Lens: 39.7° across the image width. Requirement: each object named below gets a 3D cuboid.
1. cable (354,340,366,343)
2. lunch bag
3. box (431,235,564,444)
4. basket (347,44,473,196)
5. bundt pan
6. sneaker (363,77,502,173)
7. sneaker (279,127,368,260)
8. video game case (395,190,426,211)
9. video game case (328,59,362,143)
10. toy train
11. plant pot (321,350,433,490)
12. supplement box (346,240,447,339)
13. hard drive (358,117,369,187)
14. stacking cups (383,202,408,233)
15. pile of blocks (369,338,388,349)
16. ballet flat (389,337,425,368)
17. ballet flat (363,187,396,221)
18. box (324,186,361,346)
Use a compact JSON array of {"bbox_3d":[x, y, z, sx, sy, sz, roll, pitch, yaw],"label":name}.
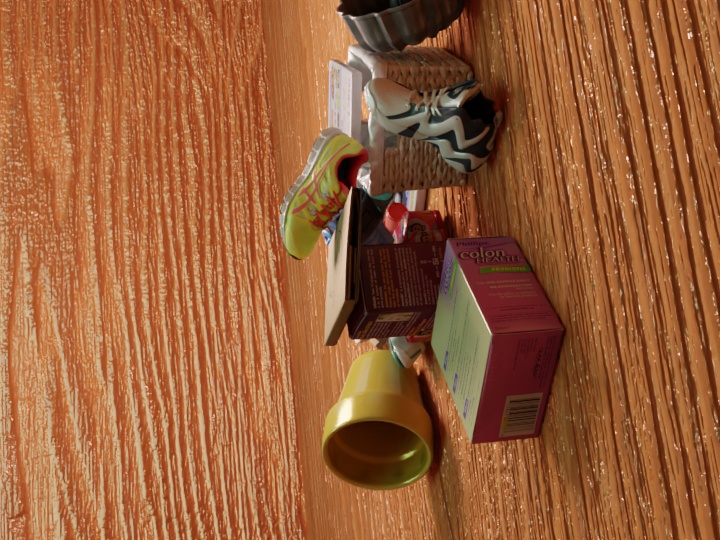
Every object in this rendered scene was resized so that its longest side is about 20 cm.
[{"bbox_3d":[0.010,0.049,2.112,0.200,0.068,0.204,-121,30,-65],"label":"cable"},{"bbox_3d":[0.098,0.016,1.650,0.176,0.080,0.204,119,146,-69],"label":"lunch bag"},{"bbox_3d":[0.170,0.086,1.289,0.201,0.095,0.179,-110,21,-53],"label":"box"},{"bbox_3d":[0.068,-0.239,1.546,0.200,0.157,0.202,-123,32,-65],"label":"basket"},{"bbox_3d":[0.069,-0.388,1.476,0.203,0.199,0.077,-115,0,-60],"label":"bundt pan"},{"bbox_3d":[0.107,-0.230,1.359,0.080,0.198,0.130,-51,-3,-38],"label":"sneaker"},{"bbox_3d":[-0.051,-0.107,1.460,0.089,0.078,0.203,23,92,36],"label":"sneaker"},{"bbox_3d":[0.089,-0.194,1.789,0.183,0.022,0.204,-111,22,-57],"label":"video game case"},{"bbox_3d":[-0.026,-0.251,1.580,0.200,0.018,0.146,-125,34,-69],"label":"video game case"},{"bbox_3d":[-0.005,-0.060,1.583,0.114,0.087,0.201,28,161,48],"label":"toy train"},{"bbox_3d":[0.035,0.256,1.788,0.191,0.196,0.203,-85,3,-47],"label":"plant pot"},{"bbox_3d":[0.083,0.028,1.446,0.131,0.196,0.105,121,144,-67],"label":"supplement box"},{"bbox_3d":[0.005,-0.193,1.956,0.026,0.131,0.204,18,116,38],"label":"hard drive"},{"bbox_3d":[0.058,-0.047,1.796,0.201,0.059,0.061,87,174,-58],"label":"stacking cups"},{"bbox_3d":[0.025,0.060,1.752,0.082,0.062,0.201,-45,16,23],"label":"pile of blocks"},{"bbox_3d":[0.074,0.104,1.811,0.201,0.068,0.071,-114,24,-60],"label":"ballet flat"},{"bbox_3d":[0.036,-0.130,1.834,0.070,0.068,0.204,-126,47,-68],"label":"ballet flat"},{"bbox_3d":[-0.026,-0.001,1.423,0.201,0.021,0.167,114,160,-66],"label":"box"}]
